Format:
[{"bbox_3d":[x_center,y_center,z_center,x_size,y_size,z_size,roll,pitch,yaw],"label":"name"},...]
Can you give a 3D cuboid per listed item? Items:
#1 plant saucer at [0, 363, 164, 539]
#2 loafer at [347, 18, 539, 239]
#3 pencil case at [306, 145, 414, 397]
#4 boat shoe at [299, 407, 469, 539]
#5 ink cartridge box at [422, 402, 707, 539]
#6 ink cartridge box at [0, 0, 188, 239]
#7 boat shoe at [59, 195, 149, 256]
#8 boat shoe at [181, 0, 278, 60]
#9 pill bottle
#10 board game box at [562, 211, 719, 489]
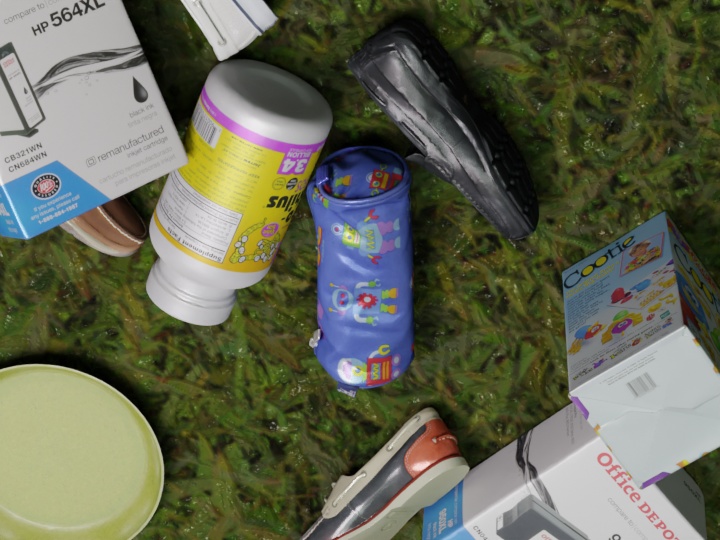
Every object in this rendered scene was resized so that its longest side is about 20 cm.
[{"bbox_3d":[-0.267,0.162,1.792,0.199,0.031,0.201,2,117,4],"label":"plant saucer"},{"bbox_3d":[0.067,-0.104,1.610,0.070,0.068,0.201,-29,107,29],"label":"loafer"},{"bbox_3d":[0.000,0.000,1.647,0.086,0.078,0.201,-2,124,-2],"label":"pencil case"},{"bbox_3d":[0.007,0.197,1.770,0.200,0.071,0.063,-41,65,24],"label":"boat shoe"},{"bbox_3d":[0.173,0.213,1.748,0.200,0.084,0.145,-36,109,20],"label":"ink cartridge box"},{"bbox_3d":[-0.239,-0.144,1.554,0.146,0.084,0.201,-27,103,-17],"label":"ink cartridge box"},{"bbox_3d":[-0.232,-0.095,1.636,0.072,0.076,0.200,-35,110,18],"label":"boat shoe"},{"bbox_3d":[-0.157,-0.237,1.553,0.086,0.075,0.202,-41,114,4],"label":"boat shoe"},{"bbox_3d":[-0.103,-0.058,1.625,0.104,0.104,0.200,22,117,-6],"label":"pill bottle"},{"bbox_3d":[0.227,0.058,1.599,0.105,0.200,0.103,-31,110,18],"label":"board game box"}]
